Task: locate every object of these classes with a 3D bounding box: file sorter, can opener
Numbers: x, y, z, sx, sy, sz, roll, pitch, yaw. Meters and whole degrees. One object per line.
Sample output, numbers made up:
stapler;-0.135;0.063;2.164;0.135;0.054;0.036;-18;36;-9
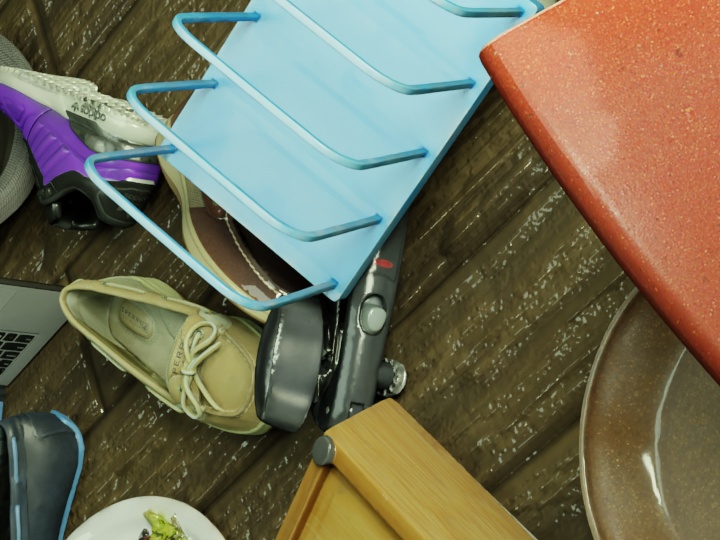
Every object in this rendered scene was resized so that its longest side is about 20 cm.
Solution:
file sorter;-0.031;-0.096;0.997;0.139;0.123;0.200;40;111;14
can opener;0.000;0.000;1.093;0.063;0.078;0.200;5;78;57

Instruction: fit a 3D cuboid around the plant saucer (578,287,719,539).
plant saucer;0.186;0.080;0.881;0.200;0.037;0.201;-11;75;47

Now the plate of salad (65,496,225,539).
plate of salad;-0.155;0.239;1.209;0.200;0.048;0.201;-16;62;33

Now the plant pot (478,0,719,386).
plant pot;0.195;-0.038;0.752;0.200;0.200;0.177;-28;74;17

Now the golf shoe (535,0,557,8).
golf shoe;0.026;-0.176;1.067;0.200;0.097;0.078;46;115;41

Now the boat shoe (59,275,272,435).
boat shoe;-0.120;0.050;1.217;0.201;0.063;0.073;31;107;47

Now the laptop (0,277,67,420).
laptop;-0.304;0.102;1.326;0.200;0.187;0.116;-44;54;35

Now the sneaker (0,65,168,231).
sneaker;-0.208;-0.081;1.340;0.200;0.069;0.100;26;105;49

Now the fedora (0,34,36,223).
fedora;-0.325;-0.085;1.436;0.090;0.176;0.200;104;161;-57

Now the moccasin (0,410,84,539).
moccasin;-0.254;0.193;1.342;0.080;0.068;0.201;13;93;49

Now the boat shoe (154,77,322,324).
boat shoe;-0.067;-0.047;1.173;0.072;0.072;0.200;-56;40;28

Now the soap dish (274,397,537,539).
soap dish;0.025;0.184;1.012;0.200;0.081;0.158;43;115;45
